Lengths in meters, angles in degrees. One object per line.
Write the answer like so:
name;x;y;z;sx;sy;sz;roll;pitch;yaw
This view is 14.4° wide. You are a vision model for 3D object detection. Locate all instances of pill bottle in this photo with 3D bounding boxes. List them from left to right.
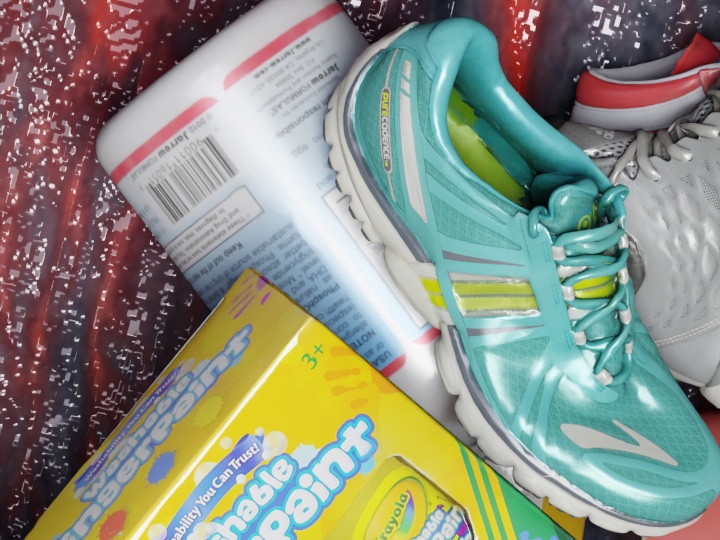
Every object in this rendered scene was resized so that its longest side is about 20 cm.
pill bottle;0.000;0.000;1.056;0.109;0.109;0.200;-36;92;5

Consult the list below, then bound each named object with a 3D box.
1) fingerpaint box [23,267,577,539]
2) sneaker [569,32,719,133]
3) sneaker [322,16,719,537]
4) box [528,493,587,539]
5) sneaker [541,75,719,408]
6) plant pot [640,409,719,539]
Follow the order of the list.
fingerpaint box;-0.034;0.130;0.957;0.167;0.073;0.200;42;87;-25
sneaker;0.170;-0.027;1.079;0.200;0.071;0.113;9;101;1
sneaker;0.062;0.004;0.974;0.200;0.078;0.080;55;138;-1
box;-0.019;0.131;1.092;0.200;0.041;0.119;10;66;0
sneaker;0.120;-0.053;1.008;0.115;0.075;0.200;19;107;8
plant pot;0.192;0.131;1.051;0.177;0.200;0.200;7;98;9
